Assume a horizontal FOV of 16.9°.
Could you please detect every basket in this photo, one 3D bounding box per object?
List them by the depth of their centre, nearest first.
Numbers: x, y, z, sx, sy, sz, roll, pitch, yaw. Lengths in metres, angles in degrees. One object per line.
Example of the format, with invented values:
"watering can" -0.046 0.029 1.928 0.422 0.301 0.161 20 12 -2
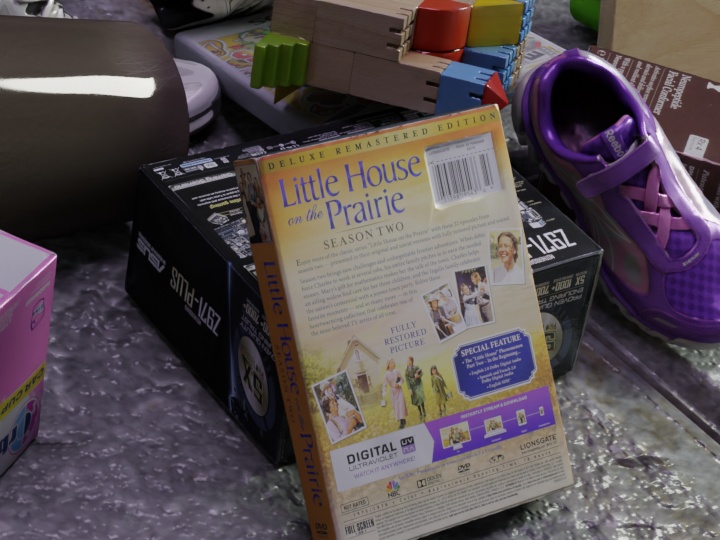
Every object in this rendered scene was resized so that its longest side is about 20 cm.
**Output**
"basket" -0.203 -0.074 1.301 0.200 0.180 0.136 -9 70 -39

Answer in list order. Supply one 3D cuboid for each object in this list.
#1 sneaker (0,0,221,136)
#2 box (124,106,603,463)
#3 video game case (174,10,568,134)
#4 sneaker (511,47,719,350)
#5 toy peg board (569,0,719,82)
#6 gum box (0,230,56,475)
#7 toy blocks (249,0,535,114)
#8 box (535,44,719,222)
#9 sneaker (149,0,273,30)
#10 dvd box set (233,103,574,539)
"sneaker" -0.173 -0.133 1.415 0.200 0.116 0.076 -1 36 -17
"box" 0.000 0.000 1.302 0.200 0.086 0.164 -16 43 -32
"video game case" 0.007 -0.130 1.482 0.182 0.023 0.200 -16 28 -23
"sneaker" 0.152 -0.046 1.355 0.080 0.088 0.200 -33 76 -5
"toy peg board" 0.233 -0.232 1.613 0.199 0.200 0.098 -8 23 -25
"gum box" -0.254 0.017 1.184 0.200 0.114 0.066 22 37 15
"toy blocks" 0.035 -0.141 1.383 0.136 0.100 0.200 14 25 12
"box" 0.214 -0.059 1.457 0.199 0.075 0.100 18 35 7
"sneaker" -0.073 -0.196 1.497 0.088 0.200 0.076 -26 83 -26
"dvd box set" 0.023 0.029 1.191 0.146 0.201 0.029 -15 6 -31
